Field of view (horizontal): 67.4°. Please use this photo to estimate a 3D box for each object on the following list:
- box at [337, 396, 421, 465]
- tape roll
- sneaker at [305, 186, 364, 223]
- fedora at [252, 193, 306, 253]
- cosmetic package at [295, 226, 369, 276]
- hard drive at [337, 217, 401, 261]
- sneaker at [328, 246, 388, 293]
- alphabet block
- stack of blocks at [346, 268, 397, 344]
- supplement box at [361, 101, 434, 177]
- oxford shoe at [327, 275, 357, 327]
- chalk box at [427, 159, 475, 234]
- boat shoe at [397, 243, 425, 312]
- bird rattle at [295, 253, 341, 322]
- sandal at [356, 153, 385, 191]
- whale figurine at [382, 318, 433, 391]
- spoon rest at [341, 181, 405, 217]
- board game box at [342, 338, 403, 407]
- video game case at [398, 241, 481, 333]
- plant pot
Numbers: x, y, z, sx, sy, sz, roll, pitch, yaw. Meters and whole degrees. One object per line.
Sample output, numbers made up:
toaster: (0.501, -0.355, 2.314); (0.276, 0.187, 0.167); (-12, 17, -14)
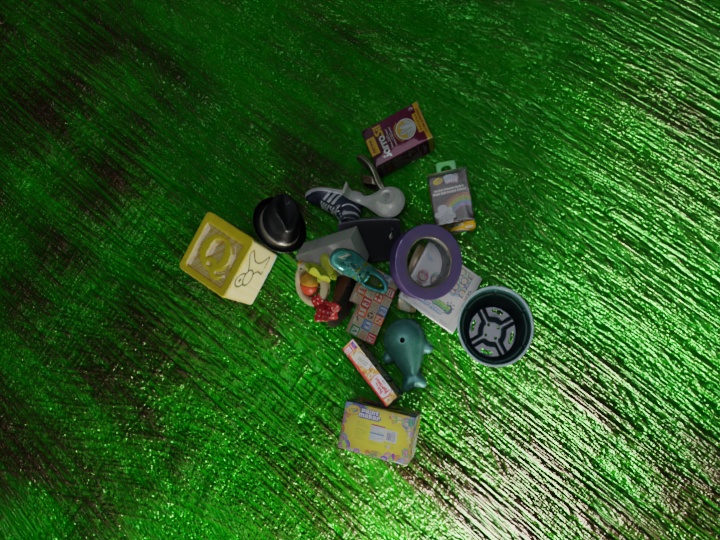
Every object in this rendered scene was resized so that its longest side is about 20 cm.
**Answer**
box: (0.059, 0.439, 1.498); (0.192, 0.193, 0.127); (10, 82, 13)
tape roll: (0.181, -0.022, 1.513); (0.191, 0.085, 0.209); (0, 90, -9)
sneaker: (-0.088, -0.196, 1.694); (0.191, 0.071, 0.113); (4, 68, 10)
fedora: (-0.242, -0.161, 1.676); (0.193, 0.092, 0.207); (13, 56, -19)
cosmetic package: (-0.083, -0.044, 1.625); (0.193, 0.086, 0.110); (-15, 115, 23)
hard drive: (0.033, -0.097, 1.641); (0.192, 0.043, 0.140); (-3, 118, 14)
sneaker: (0.000, 0.000, 1.524); (0.196, 0.080, 0.079); (30, 95, -15)
alphabet block: (-0.404, -0.032, 1.678); (0.192, 0.200, 0.200); (27, 86, 15)
stack of blocks: (0.024, 0.101, 1.612); (0.112, 0.058, 0.206); (24, 86, -9)
supplement box: (0.118, -0.404, 1.676); (0.195, 0.103, 0.135); (-26, 76, 7)
oxford shoe: (-0.057, 0.076, 1.663); (0.070, 0.070, 0.206); (24, 88, 44)
chalk box: (0.267, -0.222, 1.603); (0.119, 0.124, 0.209); (-9, 78, 11)
boat shoe: (0.167, 0.026, 1.612); (0.067, 0.074, 0.208); (17, 92, 10)
bird rattle: (-0.126, 0.050, 1.591); (0.159, 0.111, 0.207); (19, 123, 34)
sandal: (0.035, -0.278, 1.684); (0.056, 0.080, 0.206); (-28, 76, 1)
whale figurine: (0.135, 0.242, 1.561); (0.153, 0.104, 0.208); (-13, 78, 9)
spoon rest: (0.042, -0.217, 1.626); (0.193, 0.061, 0.103); (16, 73, 17)
board game box: (0.039, 0.292, 1.550); (0.046, 0.151, 0.201); (-40, 74, 2)
video game case: (0.233, 0.049, 1.574); (0.196, 0.024, 0.186); (32, 85, -7)
plant pot: (0.363, 0.161, 1.476); (0.192, 0.196, 0.209); (-2, 79, 11)
